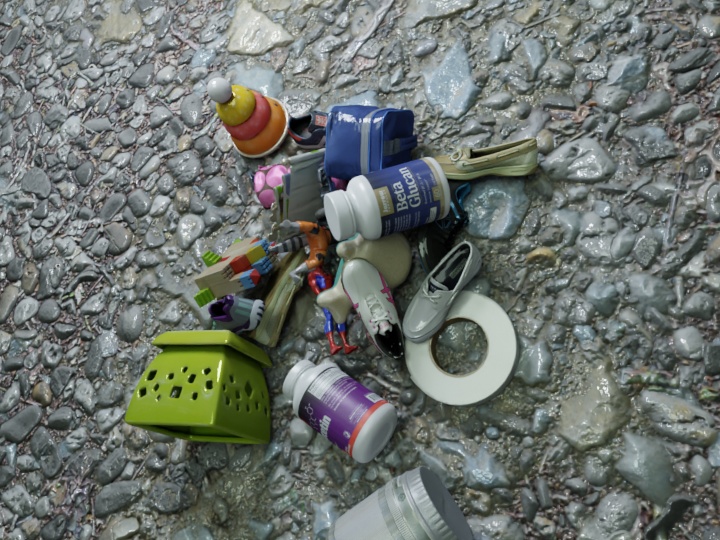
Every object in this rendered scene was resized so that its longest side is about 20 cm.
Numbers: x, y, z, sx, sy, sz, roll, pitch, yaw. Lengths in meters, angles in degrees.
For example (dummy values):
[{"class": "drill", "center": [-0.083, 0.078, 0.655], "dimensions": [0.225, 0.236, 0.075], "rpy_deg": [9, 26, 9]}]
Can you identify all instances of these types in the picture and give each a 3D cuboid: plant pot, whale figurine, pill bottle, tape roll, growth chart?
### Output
[{"class": "plant pot", "center": [-0.286, 0.217, 1.217], "dimensions": [0.198, 0.200, 0.182], "rpy_deg": [-3, 67, 22]}, {"class": "whale figurine", "center": [0.000, 0.000, 1.199], "dimensions": [0.200, 0.159, 0.104], "rpy_deg": [-47, 33, -4]}, {"class": "pill bottle", "center": [-0.040, 0.241, 1.150], "dimensions": [0.200, 0.112, 0.113], "rpy_deg": [29, 86, 27]}, {"class": "tape roll", "center": [0.175, 0.136, 1.137], "dimensions": [0.202, 0.037, 0.204], "rpy_deg": [-6, 72, 20]}, {"class": "growth chart", "center": [-0.117, -0.133, 1.235], "dimensions": [0.018, 0.144, 0.201], "rpy_deg": [32, 124, 33]}, {"class": "pill bottle", "center": [0.043, -0.117, 1.112], "dimensions": [0.199, 0.111, 0.111], "rpy_deg": [-18, 65, -14]}]

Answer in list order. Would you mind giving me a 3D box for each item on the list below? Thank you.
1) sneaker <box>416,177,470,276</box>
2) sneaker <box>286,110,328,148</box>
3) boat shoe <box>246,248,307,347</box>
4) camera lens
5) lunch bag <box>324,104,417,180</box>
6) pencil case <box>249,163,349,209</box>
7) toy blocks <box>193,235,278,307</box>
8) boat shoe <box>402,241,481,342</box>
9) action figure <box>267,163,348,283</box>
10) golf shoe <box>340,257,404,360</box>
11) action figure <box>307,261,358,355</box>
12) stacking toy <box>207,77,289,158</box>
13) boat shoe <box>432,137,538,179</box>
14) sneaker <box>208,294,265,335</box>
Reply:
[{"class": "sneaker", "center": [0.154, -0.084, 1.192], "dimensions": [0.082, 0.073, 0.201], "rpy_deg": [2, 75, 23]}, {"class": "sneaker", "center": [-0.061, -0.296, 1.338], "dimensions": [0.199, 0.084, 0.075], "rpy_deg": [-5, 72, 21]}, {"class": "boat shoe", "center": [-0.152, 0.050, 1.280], "dimensions": [0.073, 0.063, 0.201], "rpy_deg": [4, 66, 64]}, {"class": "camera lens", "center": [0.057, 0.427, 1.027], "dimensions": [0.200, 0.160, 0.160], "rpy_deg": [-38, 64, 8]}, {"class": "lunch bag", "center": [0.032, -0.239, 1.227], "dimensions": [0.132, 0.200, 0.137], "rpy_deg": [11, 110, 21]}, {"class": "pencil case", "center": [-0.120, -0.188, 1.330], "dimensions": [0.199, 0.091, 0.094], "rpy_deg": [-9, 71, 17]}, {"class": "toy blocks", "center": [-0.226, -0.014, 1.273], "dimensions": [0.136, 0.200, 0.100], "rpy_deg": [-17, 112, 29]}, {"class": "boat shoe", "center": [0.133, 0.033, 1.129], "dimensions": [0.073, 0.065, 0.200], "rpy_deg": [31, 86, 28]}, {"class": "action figure", "center": [-0.084, -0.093, 1.238], "dimensions": [0.104, 0.193, 0.201], "rpy_deg": [-7, 106, 41]}, {"class": "golf shoe", "center": [0.031, 0.066, 1.127], "dimensions": [0.072, 0.201, 0.092], "rpy_deg": [-30, 28, -7]}, {"class": "action figure", "center": [-0.055, 0.059, 1.240], "dimensions": [0.052, 0.065, 0.201], "rpy_deg": [-41, 60, 41]}, {"class": "stacking toy", "center": [-0.251, -0.338, 1.364], "dimensions": [0.145, 0.200, 0.147], "rpy_deg": [-6, 72, 20]}, {"class": "boat shoe", "center": [0.222, -0.208, 1.191], "dimensions": [0.200, 0.063, 0.073], "rpy_deg": [2, 31, 20]}, {"class": "sneaker", "center": [-0.259, 0.085, 1.244], "dimensions": [0.200, 0.087, 0.075], "rpy_deg": [-31, 43, 51]}]
